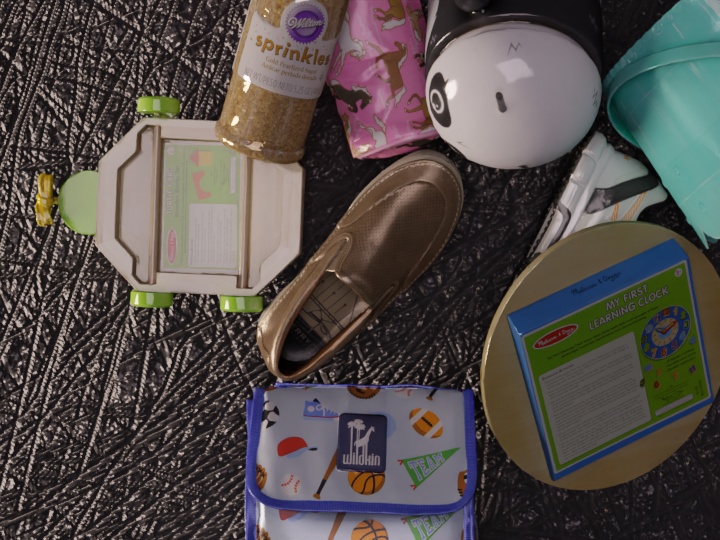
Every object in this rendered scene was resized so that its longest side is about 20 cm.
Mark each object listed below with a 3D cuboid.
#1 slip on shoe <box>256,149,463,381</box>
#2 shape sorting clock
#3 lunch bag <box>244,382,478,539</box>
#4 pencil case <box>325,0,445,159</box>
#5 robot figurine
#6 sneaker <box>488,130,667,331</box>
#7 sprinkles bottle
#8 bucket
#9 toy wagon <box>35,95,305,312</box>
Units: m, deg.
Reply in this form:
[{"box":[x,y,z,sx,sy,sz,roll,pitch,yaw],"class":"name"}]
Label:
[{"box":[0.000,0.000,1.072,0.200,0.061,0.076,-43,107,12],"class":"slip on shoe"},{"box":[0.175,0.061,1.060,0.198,0.039,0.202,-8,114,-20],"class":"shape sorting clock"},{"box":[0.001,0.182,1.065,0.168,0.124,0.202,1,86,0],"class":"lunch bag"},{"box":[0.008,-0.179,1.078,0.086,0.083,0.202,-17,90,32],"class":"pencil case"},{"box":[0.103,-0.165,1.026,0.149,0.125,0.202,19,54,-21],"class":"robot figurine"},{"box":[0.153,0.004,1.077,0.079,0.074,0.201,27,95,-4],"class":"sneaker"},{"box":[-0.043,-0.176,1.022,0.068,0.068,0.202,19,112,3],"class":"sprinkles bottle"},{"box":[0.270,-0.128,1.006,0.207,0.207,0.135,-39,82,4],"class":"bucket"},{"box":[-0.141,-0.050,1.110,0.198,0.040,0.157,2,91,4],"class":"toy wagon"}]
